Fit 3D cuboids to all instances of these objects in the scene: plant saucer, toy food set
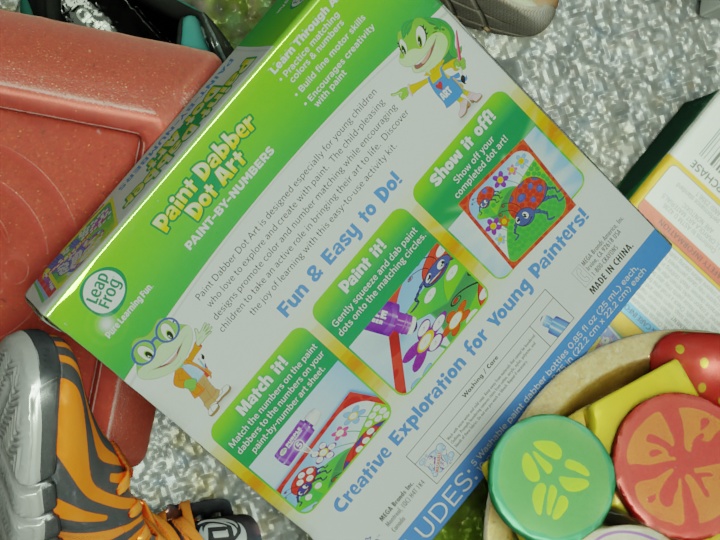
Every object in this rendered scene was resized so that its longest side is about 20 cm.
[{"bbox_3d":[-0.171,-0.010,0.777,0.198,0.037,0.201,10,113,-10],"label":"plant saucer"},{"bbox_3d":[0.144,0.121,0.767,0.197,0.049,0.201,-27,81,-18],"label":"toy food set"}]

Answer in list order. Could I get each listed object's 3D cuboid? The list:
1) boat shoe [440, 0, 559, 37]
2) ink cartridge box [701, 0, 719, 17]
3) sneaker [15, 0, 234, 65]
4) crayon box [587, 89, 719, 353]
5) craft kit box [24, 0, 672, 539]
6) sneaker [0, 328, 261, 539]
[{"bbox_3d":[0.012,-0.179,0.842,0.199,0.076,0.072,33,81,-9],"label":"boat shoe"},{"bbox_3d":[0.229,-0.176,0.876,0.198,0.068,0.117,5,87,-11],"label":"ink cartridge box"},{"bbox_3d":[-0.072,-0.064,0.816,0.200,0.080,0.072,40,81,-7],"label":"sneaker"},{"bbox_3d":[0.145,0.033,0.869,0.126,0.052,0.200,41,81,-6],"label":"crayon box"},{"bbox_3d":[0.000,0.000,0.768,0.200,0.048,0.197,-49,116,-6],"label":"craft kit box"},{"bbox_3d":[-0.098,0.102,0.786,0.111,0.078,0.201,-10,129,-17],"label":"sneaker"}]
